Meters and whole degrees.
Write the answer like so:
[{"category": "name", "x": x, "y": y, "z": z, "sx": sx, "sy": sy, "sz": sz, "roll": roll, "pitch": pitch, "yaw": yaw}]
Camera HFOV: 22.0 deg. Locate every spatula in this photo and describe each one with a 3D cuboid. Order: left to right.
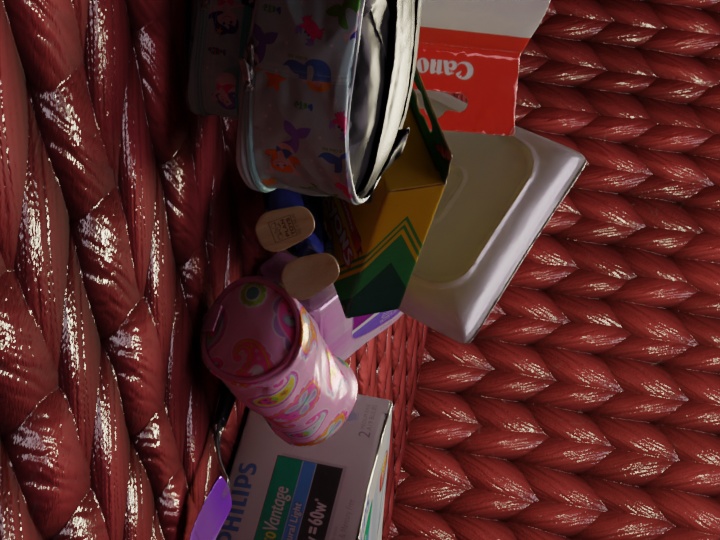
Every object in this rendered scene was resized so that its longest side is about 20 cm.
[{"category": "spatula", "x": -0.106, "y": 0.132, "z": 1.436, "sx": 0.057, "sy": 0.020, "sz": 0.202, "roll": 79, "pitch": 16, "yaw": -57}]

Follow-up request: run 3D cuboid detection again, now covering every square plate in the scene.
[{"category": "square plate", "x": 0.054, "y": -0.063, "z": 1.522, "sx": 0.199, "sy": 0.199, "sz": 0.029, "roll": -55, "pitch": 158, "yaw": -21}]

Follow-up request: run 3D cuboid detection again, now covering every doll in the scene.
[{"category": "doll", "x": -0.053, "y": -0.051, "z": 1.389, "sx": 0.137, "sy": 0.048, "sz": 0.200, "roll": 63, "pitch": 4, "yaw": -18}]

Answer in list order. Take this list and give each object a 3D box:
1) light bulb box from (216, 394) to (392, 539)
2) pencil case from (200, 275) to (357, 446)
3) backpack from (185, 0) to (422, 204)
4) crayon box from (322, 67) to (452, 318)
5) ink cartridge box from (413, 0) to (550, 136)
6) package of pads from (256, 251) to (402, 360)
[{"category": "light bulb box", "x": -0.052, "y": 0.238, "z": 1.617, "sx": 0.201, "sy": 0.123, "sz": 0.199, "roll": 94, "pitch": 8, "yaw": -45}, {"category": "pencil case", "x": -0.061, "y": 0.073, "z": 1.400, "sx": 0.200, "sy": 0.086, "sz": 0.088, "roll": 58, "pitch": 41, "yaw": -69}, {"category": "backpack", "x": -0.029, "y": -0.146, "z": 1.173, "sx": 0.178, "sy": 0.149, "sz": 0.202, "roll": -59, "pitch": 150, "yaw": -66}, {"category": "crayon box", "x": 0.009, "y": -0.072, "z": 1.400, "sx": 0.201, "sy": 0.050, "sz": 0.128, "roll": 108, "pitch": -33, "yaw": -53}, {"category": "ink cartridge box", "x": 0.076, "y": -0.210, "z": 1.456, "sx": 0.050, "sy": 0.161, "sz": 0.203, "roll": 14, "pitch": -79, "yaw": 61}, {"category": "package of pads", "x": 0.000, "y": 0.000, "z": 1.595, "sx": 0.199, "sy": 0.076, "sz": 0.121, "roll": -36, "pitch": 154, "yaw": -25}]
